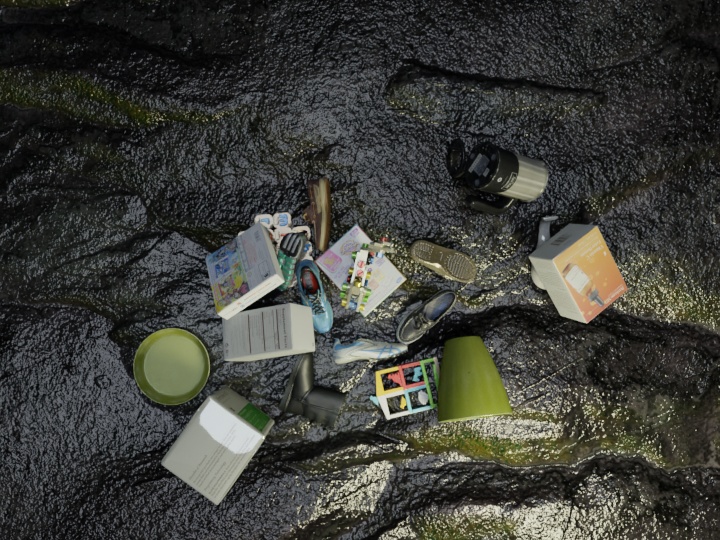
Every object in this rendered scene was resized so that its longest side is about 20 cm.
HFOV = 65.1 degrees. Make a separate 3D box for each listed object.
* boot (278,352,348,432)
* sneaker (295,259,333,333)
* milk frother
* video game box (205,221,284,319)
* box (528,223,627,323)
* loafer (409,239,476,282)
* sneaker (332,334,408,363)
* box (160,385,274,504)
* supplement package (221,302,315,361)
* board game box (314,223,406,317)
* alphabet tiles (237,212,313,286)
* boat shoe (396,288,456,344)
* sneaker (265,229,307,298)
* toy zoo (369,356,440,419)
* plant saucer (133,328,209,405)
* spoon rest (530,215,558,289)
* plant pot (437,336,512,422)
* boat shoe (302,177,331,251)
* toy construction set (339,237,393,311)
[{"bbox_3d":[-0.111,0.311,1.473,0.162,0.073,0.199,20,94,2],"label":"boot"},{"bbox_3d":[-0.126,0.073,1.468,0.078,0.090,0.200,-19,98,-2],"label":"sneaker"},{"bbox_3d":[0.347,-0.268,1.479,0.188,0.180,0.200,9,54,-34],"label":"milk frother"},{"bbox_3d":[-0.296,-0.002,1.427,0.182,0.047,0.200,-31,50,8],"label":"video game box"},{"bbox_3d":[0.555,0.005,1.441,0.152,0.106,0.200,-37,106,-10],"label":"box"},{"bbox_3d":[0.216,-0.029,1.495,0.200,0.068,0.076,26,89,-16],"label":"loafer"},{"bbox_3d":[0.026,0.203,1.482,0.199,0.072,0.073,-3,80,-4],"label":"sneaker"},{"bbox_3d":[-0.345,0.423,1.402,0.171,0.199,0.200,35,86,1],"label":"box"},{"bbox_3d":[-0.230,0.158,1.417,0.200,0.117,0.118,-11,76,20],"label":"supplement package"},{"bbox_3d":[0.000,0.000,1.502,0.153,0.040,0.200,-41,89,-2],"label":"board game box"},{"bbox_3d":[-0.227,-0.053,1.514,0.195,0.015,0.201,-6,88,-1],"label":"alphabet tiles"},{"bbox_3d":[0.177,0.121,1.486,0.200,0.066,0.070,-37,89,-2],"label":"boat shoe"},{"bbox_3d":[-0.191,-0.014,1.478,0.074,0.088,0.200,35,113,8],"label":"sneaker"},{"bbox_3d":[0.121,0.315,1.501,0.199,0.020,0.132,-13,88,-2],"label":"toy zoo"},{"bbox_3d":[-0.495,0.252,1.491,0.199,0.031,0.201,0,87,-1],"label":"plant saucer"},{"bbox_3d":[0.504,-0.047,1.510,0.099,0.061,0.201,-5,101,0],"label":"spoon rest"},{"bbox_3d":[0.275,0.275,1.440,0.187,0.187,0.201,-7,73,-1],"label":"plant pot"},{"bbox_3d":[-0.118,-0.148,1.494,0.072,0.072,0.201,-2,82,8],"label":"boat shoe"},{"bbox_3d":[0.006,0.003,1.415,0.092,0.131,0.200,27,88,0],"label":"toy construction set"}]
